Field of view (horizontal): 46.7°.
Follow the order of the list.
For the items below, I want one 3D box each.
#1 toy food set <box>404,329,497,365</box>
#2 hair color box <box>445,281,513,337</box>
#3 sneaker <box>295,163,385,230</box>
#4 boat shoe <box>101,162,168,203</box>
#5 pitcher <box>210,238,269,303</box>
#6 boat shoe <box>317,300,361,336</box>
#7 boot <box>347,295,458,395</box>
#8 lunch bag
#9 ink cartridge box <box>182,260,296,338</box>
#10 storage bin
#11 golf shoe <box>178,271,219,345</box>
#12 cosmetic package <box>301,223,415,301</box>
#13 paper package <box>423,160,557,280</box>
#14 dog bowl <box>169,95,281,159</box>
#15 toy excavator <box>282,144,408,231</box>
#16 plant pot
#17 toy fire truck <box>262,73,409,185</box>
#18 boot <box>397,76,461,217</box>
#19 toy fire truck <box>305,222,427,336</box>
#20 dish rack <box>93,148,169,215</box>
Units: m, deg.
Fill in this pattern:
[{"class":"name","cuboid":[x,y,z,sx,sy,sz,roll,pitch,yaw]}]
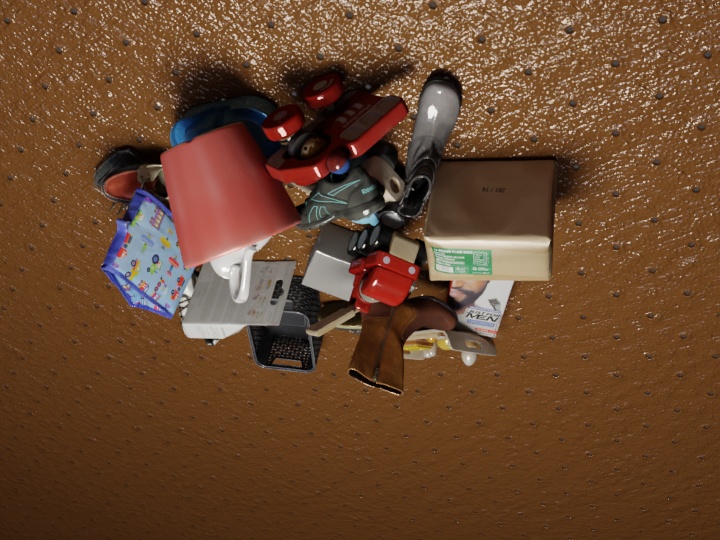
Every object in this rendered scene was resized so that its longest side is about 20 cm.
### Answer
[{"class":"toy food set","cuboid":[0.149,0.157,1.640,0.142,0.061,0.199,11,164,-42]},{"class":"hair color box","cuboid":[0.220,0.034,1.554,0.109,0.064,0.201,10,138,4]},{"class":"sneaker","cuboid":[-0.044,-0.118,1.328,0.198,0.075,0.080,-10,111,44]},{"class":"boat shoe","cuboid":[-0.349,-0.150,1.447,0.197,0.063,0.072,-4,103,-11]},{"class":"pitcher","cuboid":[-0.210,-0.055,1.487,0.120,0.173,0.201,-6,150,-30]},{"class":"boat shoe","cuboid":[0.012,0.107,1.680,0.197,0.074,0.065,3,133,11]},{"class":"boot","cuboid":[0.080,0.126,1.463,0.186,0.202,0.069,22,136,-13]},{"class":"lunch bag","cuboid":[-0.365,-0.032,1.430,0.093,0.152,0.200,14,158,17]},{"class":"ink cartridge box","cuboid":[-0.230,0.055,1.615,0.197,0.164,0.057,3,140,11]},{"class":"storage bin","cuboid":[-0.154,0.109,1.710,0.133,0.095,0.201,5,139,8]},{"class":"golf shoe","cuboid":[-0.344,0.073,1.719,0.077,0.095,0.200,-20,127,34]},{"class":"cosmetic package","cuboid":[0.000,0.000,1.557,0.198,0.091,0.107,23,138,-8]},{"class":"paper package","cuboid":[0.211,-0.081,1.331,0.197,0.192,0.104,1,137,14]},{"class":"dog bowl","cuboid":[-0.218,-0.230,1.383,0.197,0.050,0.112,-7,135,21]},{"class":"toy excavator","cuboid":[-0.029,-0.140,1.410,0.199,0.101,0.194,-17,130,41]},{"class":"plant pot","cuboid":[-0.214,-0.122,1.302,0.198,0.200,0.179,-17,99,30]},{"class":"toy fire truck","cuboid":[-0.042,-0.202,1.248,0.167,0.200,0.113,25,151,52]},{"class":"boot","cuboid":[0.107,-0.184,1.287,0.069,0.133,0.201,11,139,2]},{"class":"toy fire truck","cuboid":[0.007,0.030,1.396,0.127,0.202,0.176,21,170,-17]},{"class":"dish rack","cuboid":[-0.393,-0.129,1.536,0.199,0.055,0.153,37,132,-24]}]
